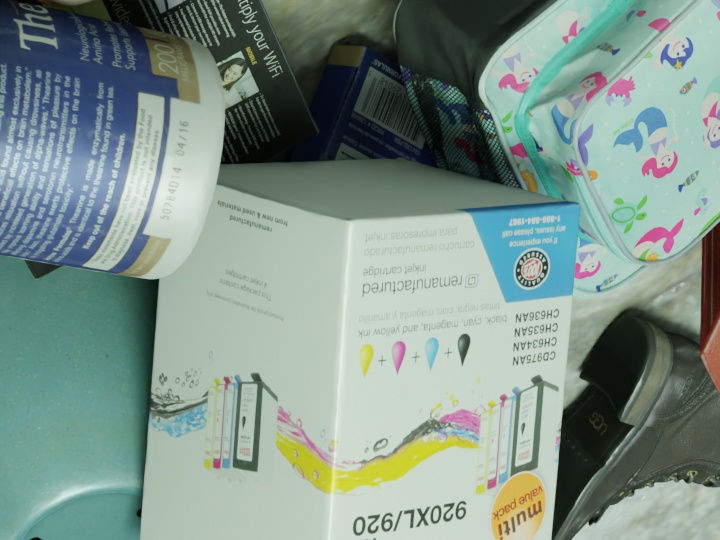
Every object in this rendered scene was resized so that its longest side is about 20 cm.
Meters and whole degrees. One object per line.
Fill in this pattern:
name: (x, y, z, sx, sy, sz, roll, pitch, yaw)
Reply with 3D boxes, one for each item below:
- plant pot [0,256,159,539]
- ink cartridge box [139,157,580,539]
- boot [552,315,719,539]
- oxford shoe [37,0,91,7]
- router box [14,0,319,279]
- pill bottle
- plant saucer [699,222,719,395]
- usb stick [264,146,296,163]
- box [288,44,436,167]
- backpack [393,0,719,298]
plant pot: (-0.152, 0.093, 1.384, 0.199, 0.135, 0.201, -13, 135, -14)
ink cartridge box: (-0.001, 0.058, 1.290, 0.147, 0.144, 0.201, -5, 104, -40)
boot: (0.193, 0.117, 1.637, 0.173, 0.069, 0.201, 15, 119, -33)
oxford shoe: (-0.064, -0.179, 1.184, 0.200, 0.073, 0.071, -40, 128, 1)
router box: (-0.128, -0.115, 1.277, 0.157, 0.052, 0.201, -26, 126, -4)
pill bottle: (-0.168, -0.065, 1.191, 0.199, 0.111, 0.111, 10, 125, -24)
plant saucer: (0.222, -0.053, 1.433, 0.036, 0.200, 0.201, 17, 124, -4)
usb stick: (-0.050, 0.026, 1.408, 0.055, 0.032, 0.201, -23, 115, -56)
box: (0.000, 0.000, 1.400, 0.121, 0.032, 0.201, 28, 78, -39)
backpack: (0.124, -0.087, 1.368, 0.177, 0.150, 0.201, -41, 143, -18)
